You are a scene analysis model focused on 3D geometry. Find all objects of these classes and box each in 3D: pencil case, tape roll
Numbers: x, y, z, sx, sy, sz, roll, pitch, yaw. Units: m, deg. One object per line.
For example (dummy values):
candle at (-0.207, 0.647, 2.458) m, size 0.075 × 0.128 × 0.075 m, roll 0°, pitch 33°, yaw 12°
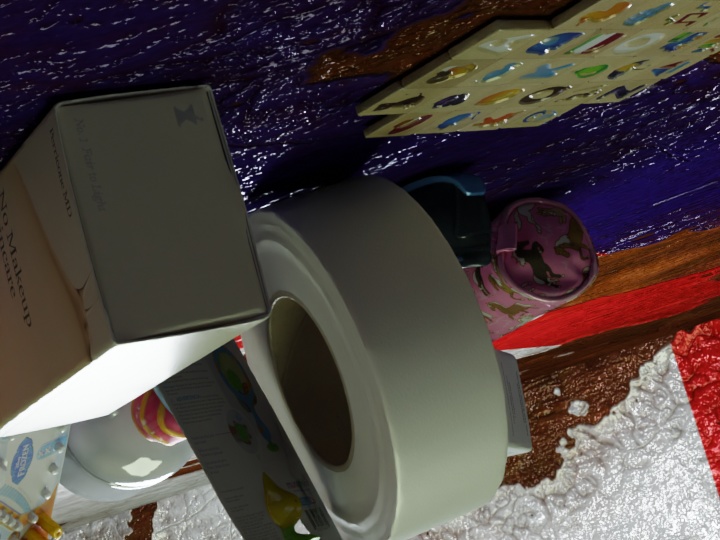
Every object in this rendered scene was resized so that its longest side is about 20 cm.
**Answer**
pencil case at (0.102, 0.007, 1.180) m, size 0.086 × 0.083 × 0.200 m, roll -25°, pitch 175°, yaw -24°
tape roll at (0.001, 0.052, 0.875) m, size 0.071 × 0.203 × 0.202 m, roll -19°, pitch 173°, yaw -23°

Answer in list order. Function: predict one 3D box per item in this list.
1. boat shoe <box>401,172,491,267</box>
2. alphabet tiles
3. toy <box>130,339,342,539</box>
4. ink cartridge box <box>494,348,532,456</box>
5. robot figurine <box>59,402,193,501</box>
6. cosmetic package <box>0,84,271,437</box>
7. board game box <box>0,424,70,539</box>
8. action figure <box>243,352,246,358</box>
boat shoe at (0.000, 0.000, 0.994) m, size 0.084 × 0.069 × 0.200 m, roll -9°, pitch 168°, yaw -40°
alphabet tiles at (0.101, -0.100, 0.770) m, size 0.199 × 0.006 × 0.166 m, roll -8°, pitch 168°, yaw -42°
toy at (-0.092, 0.076, 0.858) m, size 0.047 × 0.200 × 0.115 m, roll -38°, pitch 165°, yaw 15°
ink cartridge box at (0.031, 0.108, 1.197) m, size 0.145 × 0.084 × 0.200 m, roll -14°, pitch 166°, yaw 20°
robot figurine at (-0.189, 0.120, 1.240) m, size 0.169 × 0.113 × 0.200 m, roll -26°, pitch 176°, yaw -25°
cosmetic package at (-0.121, 0.003, 0.697) m, size 0.073 × 0.104 × 0.200 m, roll -10°, pitch 168°, yaw -30°
board game box at (-0.266, 0.155, 1.073) m, size 0.200 × 0.026 × 0.201 m, roll -25°, pitch 139°, yaw -52°
action figure at (-0.023, 0.039, 1.218) m, size 0.200 × 0.066 × 0.052 m, roll -4°, pitch 143°, yaw -47°
